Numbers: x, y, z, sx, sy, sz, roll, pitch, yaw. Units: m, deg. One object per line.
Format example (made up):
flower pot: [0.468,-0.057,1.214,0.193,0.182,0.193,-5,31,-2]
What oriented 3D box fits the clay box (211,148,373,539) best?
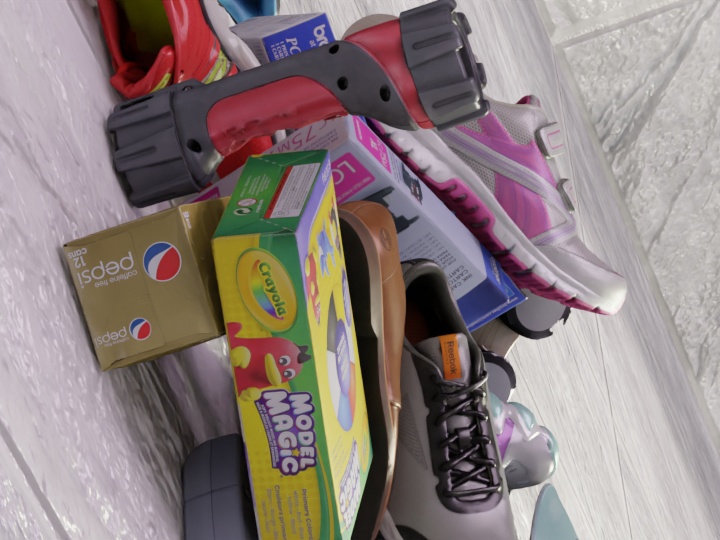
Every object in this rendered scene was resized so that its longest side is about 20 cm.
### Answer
clay box: [-0.030,0.053,1.506,0.115,0.047,0.201,-72,155,-65]

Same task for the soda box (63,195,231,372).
soda box: [-0.089,0.003,1.543,0.200,0.064,0.068,-21,94,-79]

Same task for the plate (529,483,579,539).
plate: [0.115,0.226,1.766,0.200,0.025,0.201,2,90,-80]

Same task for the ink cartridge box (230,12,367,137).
ink cartridge box: [-0.045,-0.103,1.808,0.200,0.044,0.094,-162,-129,-76]

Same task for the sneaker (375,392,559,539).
sneaker: [0.025,0.134,1.708,0.078,0.199,0.140,130,-34,-49]

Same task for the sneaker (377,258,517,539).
sneaker: [0.041,0.085,1.647,0.074,0.079,0.201,-4,63,-32]

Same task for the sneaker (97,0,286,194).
sneaker: [-0.107,-0.108,1.682,0.201,0.077,0.085,66,32,-23]

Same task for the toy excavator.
toy excavator: [0.035,-0.030,1.838,0.200,0.195,0.100,33,-2,-28]

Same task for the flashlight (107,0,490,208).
flashlight: [-0.033,-0.084,1.605,0.068,0.199,0.068,-71,141,-74]

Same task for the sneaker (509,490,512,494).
sneaker: [0.061,0.135,2.020,0.200,0.087,0.076,-99,164,-49]

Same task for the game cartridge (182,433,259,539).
game cartridge: [-0.047,0.189,1.522,0.133,0.041,0.201,64,12,-51]

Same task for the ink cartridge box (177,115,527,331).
ink cartridge box: [0.000,0.000,1.730,0.200,0.119,0.042,43,22,-40]

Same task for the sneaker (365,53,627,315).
sneaker: [0.092,-0.054,1.772,0.200,0.088,0.081,44,-9,-16]

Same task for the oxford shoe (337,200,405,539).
oxford shoe: [0.000,0.060,1.612,0.071,0.071,0.201,-26,125,-58]

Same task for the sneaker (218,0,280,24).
sneaker: [-0.088,-0.222,1.907,0.200,0.073,0.082,45,30,-65]
